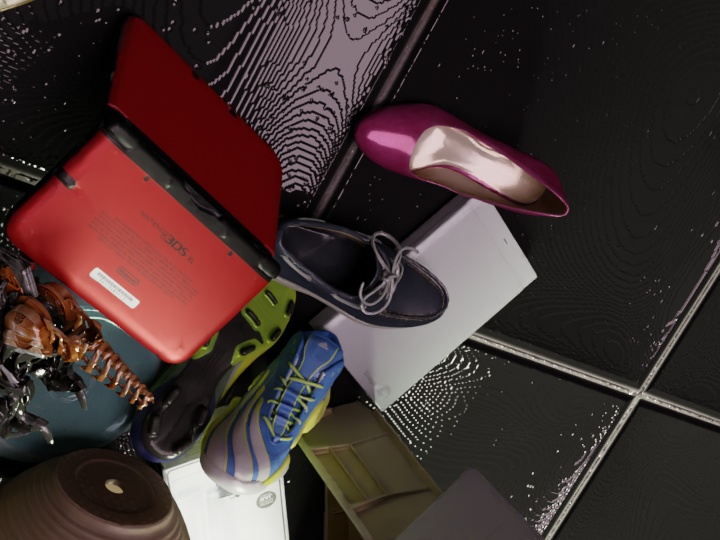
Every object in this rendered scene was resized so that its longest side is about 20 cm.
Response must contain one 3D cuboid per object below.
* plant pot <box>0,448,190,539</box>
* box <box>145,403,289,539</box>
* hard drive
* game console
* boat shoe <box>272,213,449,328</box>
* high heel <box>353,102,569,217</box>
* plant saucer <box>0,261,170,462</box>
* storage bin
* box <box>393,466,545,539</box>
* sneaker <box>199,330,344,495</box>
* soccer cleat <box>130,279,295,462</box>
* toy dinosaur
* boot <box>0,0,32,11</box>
[{"bbox_3d":[-0.215,0.210,1.118,0.200,0.201,0.093,9,116,-34],"label":"plant pot"},{"bbox_3d":[-0.129,0.227,1.273,0.116,0.060,0.201,-16,124,-22],"label":"box"},{"bbox_3d":[0.062,0.027,1.288,0.200,0.026,0.132,-41,130,-4],"label":"hard drive"},{"bbox_3d":[-0.159,-0.058,1.057,0.172,0.119,0.200,-43,129,4],"label":"game console"},{"bbox_3d":[0.000,0.000,1.188,0.199,0.062,0.075,26,75,-25],"label":"boat shoe"},{"bbox_3d":[0.090,-0.089,1.190,0.199,0.096,0.068,17,108,-36],"label":"high heel"},{"bbox_3d":[-0.244,0.084,1.138,0.199,0.036,0.201,-14,123,-23],"label":"plant saucer"},{"bbox_3d":[0.003,0.257,1.278,0.093,0.199,0.201,-13,123,-22],"label":"storage bin"},{"bbox_3d":[0.105,0.319,1.137,0.199,0.171,0.200,-43,132,-4],"label":"box"},{"bbox_3d":[-0.070,0.106,1.165,0.075,0.200,0.106,28,116,5],"label":"sneaker"},{"bbox_3d":[-0.131,0.077,1.180,0.065,0.084,0.201,42,68,-16],"label":"soccer cleat"},{"bbox_3d":[-0.244,0.051,1.002,0.102,0.200,0.136,-21,139,-37],"label":"toy dinosaur"},{"bbox_3d":[-0.308,-0.231,0.891,0.199,0.072,0.156,-23,127,-23],"label":"boot"}]
